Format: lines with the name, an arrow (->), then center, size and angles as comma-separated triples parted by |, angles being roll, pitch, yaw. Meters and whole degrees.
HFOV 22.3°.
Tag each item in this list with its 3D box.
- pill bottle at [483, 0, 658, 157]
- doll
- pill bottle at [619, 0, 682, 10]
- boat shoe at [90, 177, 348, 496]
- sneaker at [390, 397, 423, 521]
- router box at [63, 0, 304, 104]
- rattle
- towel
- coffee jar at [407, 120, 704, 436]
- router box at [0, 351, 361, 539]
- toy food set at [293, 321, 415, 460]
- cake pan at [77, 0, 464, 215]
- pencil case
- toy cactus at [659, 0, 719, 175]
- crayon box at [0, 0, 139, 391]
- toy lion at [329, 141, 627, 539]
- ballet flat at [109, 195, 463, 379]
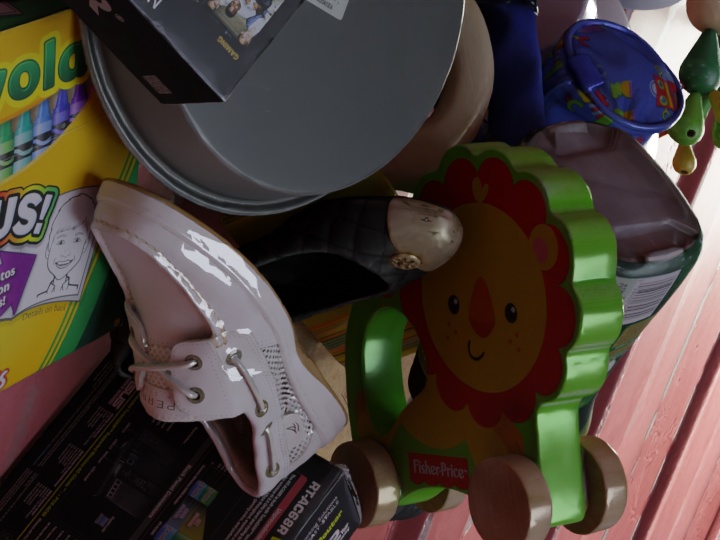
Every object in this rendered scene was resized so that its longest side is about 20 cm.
pill bottle -> 0.119, -0.121, 1.136 | 0.111, 0.111, 0.200 | -58, 154, -11
doll -> 0.060, -0.146, 0.992 | 0.048, 0.136, 0.201 | 4, 80, -44
pill bottle -> 0.178, -0.263, 1.116 | 0.109, 0.109, 0.200 | -45, 149, -33
boat shoe -> -0.070, 0.039, 0.820 | 0.069, 0.071, 0.200 | -52, 137, -17
sneaker -> 0.044, 0.090, 1.254 | 0.200, 0.071, 0.099 | -58, 157, 2
router box -> -0.078, -0.184, 0.659 | 0.200, 0.052, 0.157 | 48, 68, -27
rattle -> 0.011, -0.131, 0.980 | 0.143, 0.130, 0.201 | 51, 41, -74
towel -> 0.000, 0.000, 0.978 | 0.086, 0.018, 0.200 | -21, 150, 10
coffee jar -> 0.096, 0.025, 0.961 | 0.085, 0.104, 0.200 | -12, 144, -32
router box -> -0.116, 0.153, 0.910 | 0.200, 0.150, 0.062 | -52, 153, -21
toy food set -> -0.022, 0.062, 1.120 | 0.198, 0.049, 0.200 | -61, 155, -3
cake pan -> -0.028, -0.120, 0.772 | 0.200, 0.037, 0.201 | -11, 106, -41
pencil case -> 0.096, -0.055, 1.051 | 0.087, 0.078, 0.200 | -6, 148, -42
toy cactus -> 0.277, -0.175, 1.437 | 0.200, 0.102, 0.165 | -35, 124, -41
crayon box -> -0.172, -0.025, 0.739 | 0.200, 0.058, 0.173 | -31, 140, -49
toy lion -> 0.055, 0.035, 0.900 | 0.069, 0.200, 0.192 | -7, 92, -34
ballet flat -> -0.037, 0.011, 0.893 | 0.066, 0.200, 0.057 | 45, 38, -40
